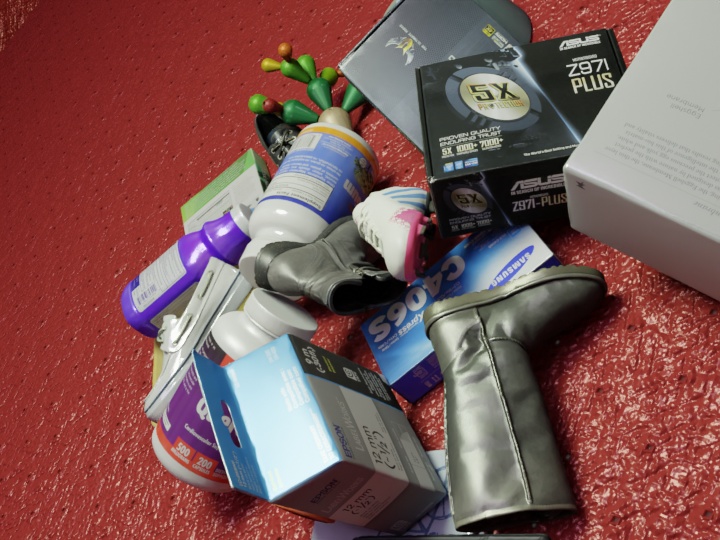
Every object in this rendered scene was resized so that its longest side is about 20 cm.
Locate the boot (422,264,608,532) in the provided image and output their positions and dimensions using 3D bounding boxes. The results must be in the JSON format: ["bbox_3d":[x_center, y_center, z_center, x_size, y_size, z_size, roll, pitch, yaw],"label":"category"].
[{"bbox_3d":[0.145,0.105,0.731,0.181,0.073,0.200,-19,50,10],"label":"boot"}]

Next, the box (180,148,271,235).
[{"bbox_3d":[-0.179,-0.067,1.213,0.144,0.036,0.200,-37,41,14],"label":"box"}]

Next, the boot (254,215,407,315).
[{"bbox_3d":[0.000,0.000,0.912,0.131,0.070,0.200,18,29,37],"label":"boot"}]

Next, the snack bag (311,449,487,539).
[{"bbox_3d":[0.027,0.253,0.760,0.188,0.021,0.200,-16,48,35],"label":"snack bag"}]

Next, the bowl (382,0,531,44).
[{"bbox_3d":[0.098,-0.289,1.080,0.200,0.105,0.201,-26,43,27],"label":"bowl"}]

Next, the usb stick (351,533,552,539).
[{"bbox_3d":[0.067,0.237,0.690,0.200,0.033,0.056,-14,56,37],"label":"usb stick"}]

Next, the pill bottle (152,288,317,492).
[{"bbox_3d":[-0.126,0.122,0.906,0.200,0.112,0.112,-59,37,13],"label":"pill bottle"}]

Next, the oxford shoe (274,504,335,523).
[{"bbox_3d":[-0.054,0.172,0.808,0.073,0.071,0.200,-68,15,2],"label":"oxford shoe"}]

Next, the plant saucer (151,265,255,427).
[{"bbox_3d":[-0.166,0.079,1.067,0.200,0.048,0.200,-33,40,19],"label":"plant saucer"}]

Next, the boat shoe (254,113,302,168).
[{"bbox_3d":[-0.098,-0.170,1.195,0.070,0.066,0.200,-42,39,8],"label":"boat shoe"}]

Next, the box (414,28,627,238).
[{"bbox_3d":[0.161,-0.133,0.844,0.199,0.086,0.164,-9,51,9],"label":"box"}]

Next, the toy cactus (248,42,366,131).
[{"bbox_3d":[-0.042,-0.229,1.161,0.199,0.102,0.165,-15,67,-18],"label":"toy cactus"}]

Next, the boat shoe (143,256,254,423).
[{"bbox_3d":[-0.199,0.075,0.994,0.200,0.067,0.074,-60,8,-25],"label":"boat shoe"}]

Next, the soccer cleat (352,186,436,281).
[{"bbox_3d":[0.029,-0.038,0.869,0.086,0.070,0.200,7,17,7],"label":"soccer cleat"}]

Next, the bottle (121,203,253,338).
[{"bbox_3d":[-0.208,-0.003,1.085,0.200,0.065,0.084,-40,40,11],"label":"bottle"}]

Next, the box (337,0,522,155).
[{"bbox_3d":[0.098,-0.211,0.970,0.158,0.051,0.200,-44,77,5],"label":"box"}]

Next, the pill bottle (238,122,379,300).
[{"bbox_3d":[-0.062,-0.067,1.021,0.112,0.112,0.200,-6,48,41],"label":"pill bottle"}]

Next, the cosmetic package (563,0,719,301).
[{"bbox_3d":[0.292,-0.090,0.660,0.199,0.123,0.200,31,79,25],"label":"cosmetic package"}]

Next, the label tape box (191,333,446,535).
[{"bbox_3d":[-0.034,0.130,0.729,0.066,0.200,0.143,-44,44,15],"label":"label tape box"}]

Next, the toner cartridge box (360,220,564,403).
[{"bbox_3d":[0.099,0.032,0.859,0.200,0.043,0.095,-40,40,10],"label":"toner cartridge box"}]
